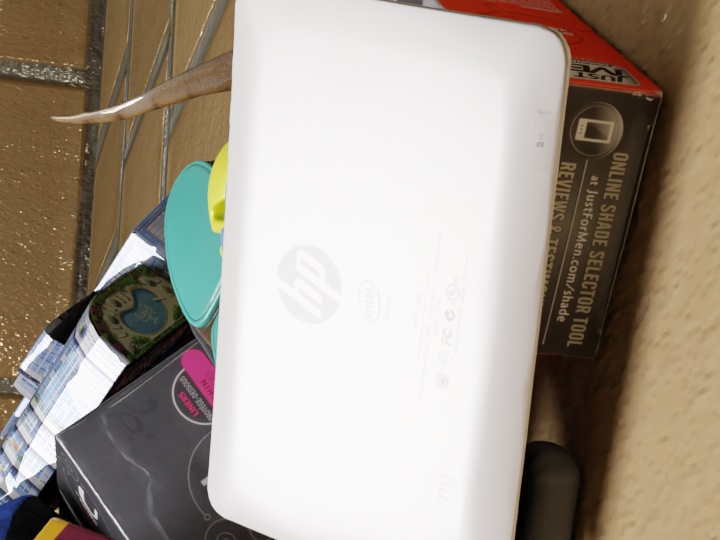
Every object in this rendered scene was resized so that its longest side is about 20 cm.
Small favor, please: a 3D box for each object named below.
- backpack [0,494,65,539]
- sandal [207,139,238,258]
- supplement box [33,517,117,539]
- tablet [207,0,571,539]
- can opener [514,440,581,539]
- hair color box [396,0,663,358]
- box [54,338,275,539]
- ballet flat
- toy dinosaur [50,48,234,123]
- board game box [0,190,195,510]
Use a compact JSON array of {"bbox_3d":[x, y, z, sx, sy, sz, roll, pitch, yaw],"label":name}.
[{"bbox_3d":[-0.192,0.233,0.850,0.163,0.167,0.201,-107,-3,-68],"label":"backpack"},{"bbox_3d":[-0.011,0.034,0.634,0.087,0.079,0.201,134,115,-82],"label":"sandal"},{"bbox_3d":[-0.075,0.193,0.687,0.110,0.199,0.086,-50,-38,-41],"label":"supplement box"},{"bbox_3d":[0.003,0.008,0.568,0.129,0.014,0.202,15,108,31],"label":"tablet"},{"bbox_3d":[0.038,0.156,0.616,0.066,0.052,0.202,-130,47,-69],"label":"can opener"},{"bbox_3d":[0.046,-0.056,0.644,0.200,0.061,0.102,-117,35,-64],"label":"hair color box"},{"bbox_3d":[-0.090,0.135,0.903,0.123,0.106,0.200,52,160,12],"label":"box"},{"bbox_3d":[-0.043,0.018,0.768,0.200,0.072,0.074,-118,35,-55],"label":"ballet flat"},{"bbox_3d":[-0.037,-0.100,0.767,0.061,0.199,0.106,65,159,17],"label":"toy dinosaur"},{"bbox_3d":[-0.140,0.041,0.964,0.200,0.062,0.200,-55,-4,21],"label":"board game box"}]
